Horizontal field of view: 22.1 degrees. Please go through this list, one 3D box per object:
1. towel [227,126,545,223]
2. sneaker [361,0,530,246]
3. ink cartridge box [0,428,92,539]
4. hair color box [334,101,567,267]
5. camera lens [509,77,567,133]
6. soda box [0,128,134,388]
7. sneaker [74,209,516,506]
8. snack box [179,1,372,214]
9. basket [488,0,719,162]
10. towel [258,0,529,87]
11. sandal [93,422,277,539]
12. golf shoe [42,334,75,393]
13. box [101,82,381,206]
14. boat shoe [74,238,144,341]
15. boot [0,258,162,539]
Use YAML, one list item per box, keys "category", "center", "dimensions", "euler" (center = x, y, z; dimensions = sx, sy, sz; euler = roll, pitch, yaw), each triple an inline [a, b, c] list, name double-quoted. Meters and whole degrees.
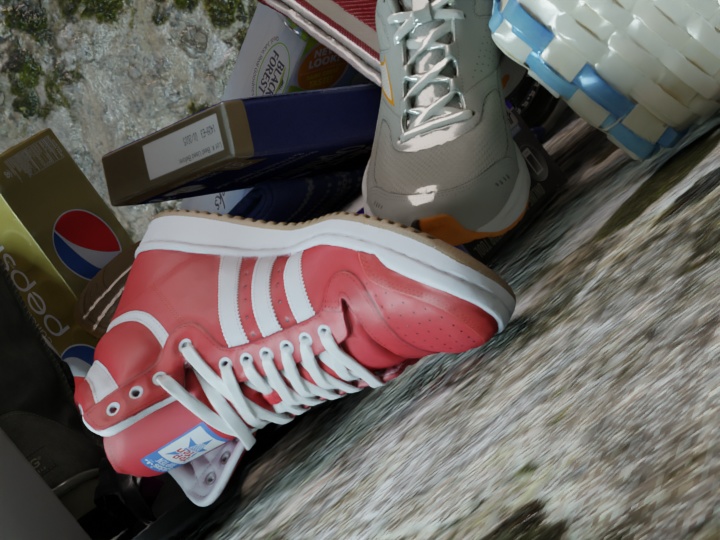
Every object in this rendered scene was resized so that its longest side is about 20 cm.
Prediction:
- category: "towel"
  center: [-0.007, -0.033, 1.046]
  dimensions: [0.199, 0.024, 0.145]
  euler: [-15, -16, -36]
- category: "sneaker"
  center: [0.031, -0.088, 0.805]
  dimensions: [0.075, 0.092, 0.201]
  euler: [-10, 35, 12]
- category: "ink cartridge box"
  center: [-0.237, 0.156, 0.785]
  dimensions: [0.200, 0.145, 0.147]
  euler: [-38, 5, 15]
- category: "hair color box"
  center: [0.000, 0.000, 0.935]
  dimensions: [0.200, 0.065, 0.109]
  euler: [-34, 6, 39]
- category: "camera lens"
  center: [0.079, -0.164, 1.271]
  dimensions: [0.160, 0.160, 0.200]
  euler: [-38, 5, 18]
- category: "soda box"
  center: [-0.154, 0.024, 1.054]
  dimensions: [0.068, 0.200, 0.064]
  euler: [-35, 2, 41]
- category: "sneaker"
  center: [-0.034, 0.038, 0.719]
  dimensions: [0.199, 0.071, 0.113]
  euler: [3, 60, 46]
- category: "snack box"
  center: [-0.023, -0.072, 1.098]
  dimensions: [0.142, 0.053, 0.201]
  euler: [-9, -44, -40]
- category: "basket"
  center: [0.147, -0.156, 0.772]
  dimensions: [0.200, 0.139, 0.176]
  euler: [-48, 1, 18]
- category: "towel"
  center: [0.058, -0.133, 0.994]
  dimensions: [0.199, 0.144, 0.023]
  euler: [-9, -58, -32]
- category: "sandal"
  center: [-0.089, 0.091, 0.843]
  dimensions: [0.075, 0.048, 0.200]
  euler: [-38, 4, 13]
- category: "golf shoe"
  center: [-0.237, 0.029, 1.036]
  dimensions: [0.094, 0.199, 0.078]
  euler: [-30, -42, -67]
- category: "box"
  center: [-0.020, -0.071, 0.963]
  dimensions: [0.199, 0.033, 0.121]
  euler: [-13, -2, -37]
- category: "boat shoe"
  center: [-0.068, 0.028, 0.871]
  dimensions: [0.073, 0.065, 0.200]
  euler: [-50, 30, -19]
- category: "boot"
  center: [-0.177, 0.044, 0.927]
  dimensions: [0.072, 0.200, 0.182]
  euler: [-37, -10, -5]
